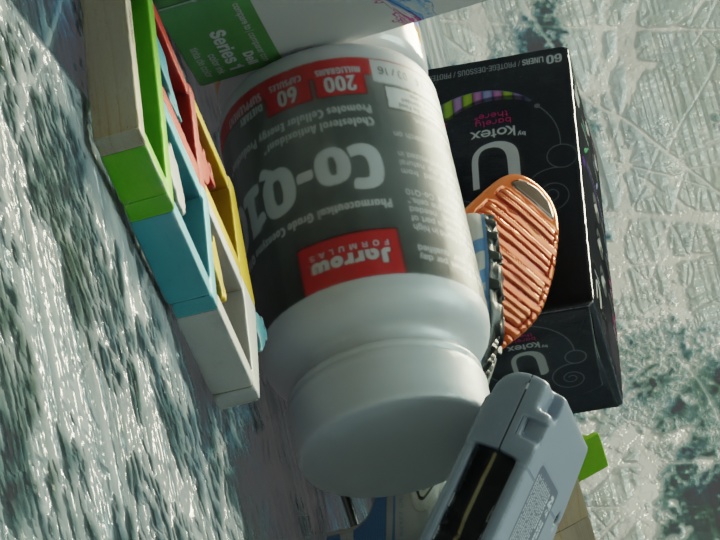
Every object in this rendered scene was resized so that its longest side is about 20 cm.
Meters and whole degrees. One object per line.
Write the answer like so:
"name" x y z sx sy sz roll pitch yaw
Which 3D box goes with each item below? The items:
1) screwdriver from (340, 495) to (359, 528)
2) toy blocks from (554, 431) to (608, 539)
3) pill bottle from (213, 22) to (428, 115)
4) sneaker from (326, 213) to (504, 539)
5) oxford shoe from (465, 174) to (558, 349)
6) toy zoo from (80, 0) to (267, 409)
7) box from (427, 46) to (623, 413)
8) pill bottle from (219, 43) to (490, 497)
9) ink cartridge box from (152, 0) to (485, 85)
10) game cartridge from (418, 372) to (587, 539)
"screwdriver" -0.001 0.143 1.408 0.029 0.028 0.200 -3 -71 65
"toy blocks" 0.084 0.118 1.831 0.137 0.100 0.200 14 -54 61
"pill bottle" -0.035 -0.171 1.443 0.112 0.112 0.200 64 12 -59
"sneaker" 0.032 0.061 1.381 0.072 0.072 0.200 79 24 -71
"oxford shoe" 0.041 0.031 1.476 0.071 0.200 0.073 41 -27 -17
"toy zoo" -0.076 -0.033 1.150 0.200 0.020 0.131 69 8 -47
"box" 0.081 -0.019 1.606 0.106 0.122 0.200 68 15 -50
"pill bottle" 0.000 0.000 1.323 0.114 0.114 0.200 65 11 -58
"ink cartridge box" -0.007 -0.194 1.334 0.084 0.200 0.145 61 15 -61
"game cartridge" 0.048 0.154 1.265 0.200 0.040 0.133 -64 159 -12
